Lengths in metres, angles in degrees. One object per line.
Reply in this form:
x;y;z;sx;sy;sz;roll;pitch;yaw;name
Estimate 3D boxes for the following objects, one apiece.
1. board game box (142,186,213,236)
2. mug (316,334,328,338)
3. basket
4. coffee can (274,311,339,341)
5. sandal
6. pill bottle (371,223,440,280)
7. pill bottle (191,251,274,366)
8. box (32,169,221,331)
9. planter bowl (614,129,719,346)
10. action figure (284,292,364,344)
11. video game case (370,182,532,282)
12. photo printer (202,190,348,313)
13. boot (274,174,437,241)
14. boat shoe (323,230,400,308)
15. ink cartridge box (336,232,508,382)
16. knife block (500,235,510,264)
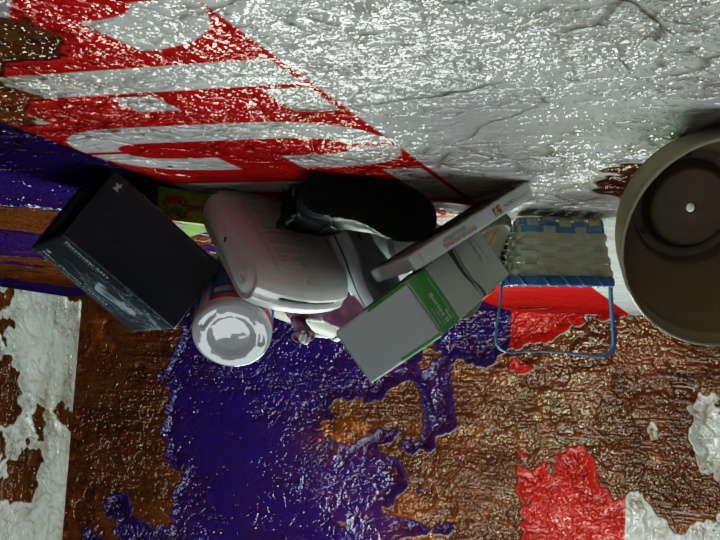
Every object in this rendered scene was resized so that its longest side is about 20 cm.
-0.287;-0.083;1.512;0.101;0.048;0.199;7;173;-28;board game box
-0.011;0.044;1.952;0.146;0.178;0.199;0;173;34;mug
0.287;0.023;1.460;0.174;0.203;0.139;4;174;-1;basket
-0.103;0.013;1.635;0.198;0.148;0.146;22;168;-18;coffee can
0.175;0.005;1.455;0.080;0.054;0.201;-9;138;-30;sandal
0.056;-0.031;1.517;0.110;0.113;0.200;5;173;-16;pill bottle
-0.175;0.034;1.435;0.111;0.113;0.201;3;-147;-3;pill bottle
-0.330;-0.020;1.402;0.197;0.118;0.199;43;157;-20;box
0.333;-0.047;0.969;0.198;0.202;0.135;3;-159;-2;planter bowl
-0.058;0.044;1.533;0.198;0.136;0.149;3;178;18;action figure
0.113;-0.046;1.306;0.181;0.023;0.200;-32;-178;-14;video game case
-0.114;-0.020;1.390;0.165;0.070;0.201;7;-143;-38;photo printer
-0.013;-0.075;1.332;0.196;0.074;0.162;10;171;-13;boot
0.000;0.000;1.431;0.073;0.201;0.067;2;144;-38;boat shoe
0.084;0.041;1.304;0.146;0.084;0.200;-38;178;40;ink cartridge box
0.222;-0.024;1.718;0.174;0.065;0.199;10;171;-42;knife block
